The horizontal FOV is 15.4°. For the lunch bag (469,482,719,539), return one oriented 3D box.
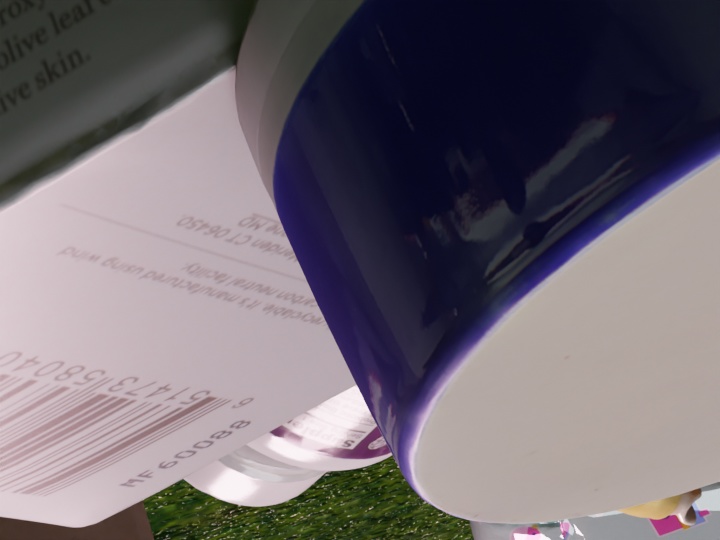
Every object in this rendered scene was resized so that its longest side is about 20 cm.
[{"bbox_3d":[0.132,0.057,1.148,0.199,0.161,0.077,-10,132,7],"label":"lunch bag"}]

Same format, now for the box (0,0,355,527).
[{"bbox_3d":[-0.069,-0.060,0.615,0.200,0.172,0.199,-29,158,22],"label":"box"}]

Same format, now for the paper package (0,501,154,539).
[{"bbox_3d":[-0.181,0.077,0.849,0.199,0.191,0.103,-8,160,-30],"label":"paper package"}]

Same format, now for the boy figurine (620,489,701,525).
[{"bbox_3d":[0.115,0.044,1.017,0.199,0.065,0.125,-4,119,-8],"label":"boy figurine"}]

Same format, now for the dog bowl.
[{"bbox_3d":[0.082,-0.035,0.478,0.199,0.079,0.200,-21,158,-9],"label":"dog bowl"}]

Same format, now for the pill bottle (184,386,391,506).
[{"bbox_3d":[0.000,0.000,0.922,0.112,0.113,0.200,-5,152,-37],"label":"pill bottle"}]
